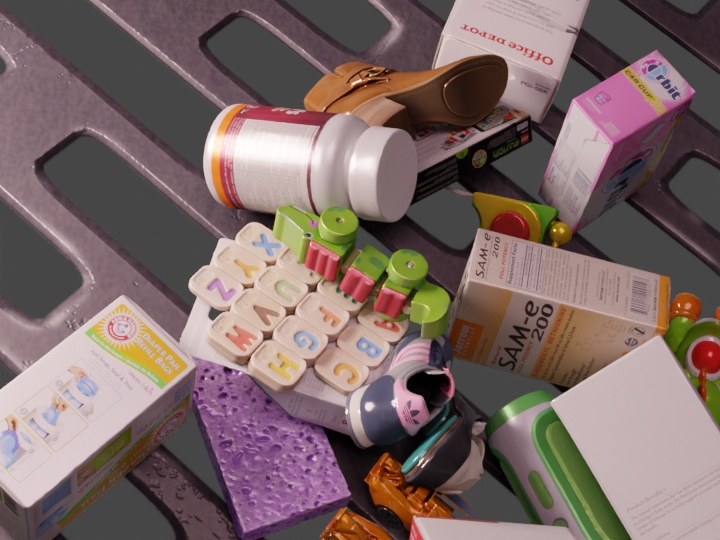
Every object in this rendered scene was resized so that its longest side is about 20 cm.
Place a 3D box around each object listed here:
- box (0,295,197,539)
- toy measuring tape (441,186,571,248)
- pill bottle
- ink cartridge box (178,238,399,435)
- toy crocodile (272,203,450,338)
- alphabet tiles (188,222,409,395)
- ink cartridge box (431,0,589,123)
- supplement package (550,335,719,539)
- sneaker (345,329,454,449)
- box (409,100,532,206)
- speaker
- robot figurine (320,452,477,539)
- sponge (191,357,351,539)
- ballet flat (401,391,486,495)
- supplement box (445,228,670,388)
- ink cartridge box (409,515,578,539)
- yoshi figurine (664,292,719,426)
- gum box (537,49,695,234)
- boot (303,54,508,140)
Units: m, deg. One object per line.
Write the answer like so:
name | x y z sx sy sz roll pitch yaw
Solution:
box | -0.252 0.136 1.180 0.101 0.113 0.200 40 60 15
toy measuring tape | 0.127 -0.049 1.410 0.198 0.074 0.074 13 56 16
pill bottle | -0.050 -0.106 1.327 0.198 0.110 0.110 9 53 28
ink cartridge box | -0.066 0.065 1.283 0.198 0.050 0.163 16 46 -1
toy crocodile | 0.000 0.000 1.264 0.199 0.068 0.062 31 47 9
alphabet tiles | -0.057 0.031 1.272 0.195 0.015 0.200 33 47 11
ink cartridge box | 0.181 -0.290 1.544 0.146 0.083 0.201 22 57 3
supplement package | 0.277 0.176 1.193 0.116 0.117 0.201 -32 75 11
sneaker | 0.061 0.106 1.226 0.200 0.081 0.071 -43 115 -58
box | 0.077 -0.134 1.429 0.199 0.035 0.110 -28 39 -25
speaker | 0.194 0.217 1.243 0.088 0.089 0.201 -18 65 -21
robot figurine | 0.070 0.266 1.196 0.199 0.058 0.145 38 59 6
sponge | -0.095 0.148 1.255 0.111 0.030 0.201 -14 63 -21
ballet flat | 0.085 0.163 1.212 0.072 0.200 0.074 1 100 8
supplement box | 0.192 0.047 1.310 0.198 0.127 0.074 14 49 1
ink cartridge box | 0.106 0.319 1.105 0.143 0.084 0.202 6 96 -8
yoshi figurine | 0.340 0.127 1.339 0.112 0.112 0.201 46 39 -24
gum box | 0.267 -0.129 1.403 0.113 0.200 0.066 -31 70 -18
boot | 0.049 -0.196 1.444 0.199 0.077 0.155 -34 36 -20
